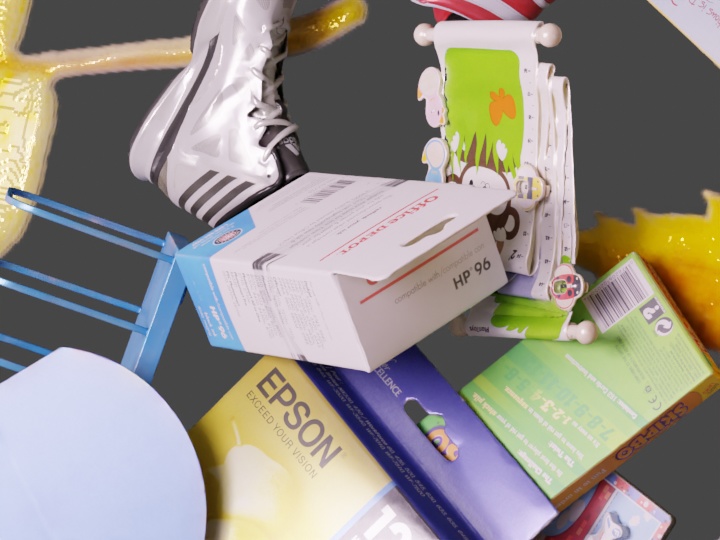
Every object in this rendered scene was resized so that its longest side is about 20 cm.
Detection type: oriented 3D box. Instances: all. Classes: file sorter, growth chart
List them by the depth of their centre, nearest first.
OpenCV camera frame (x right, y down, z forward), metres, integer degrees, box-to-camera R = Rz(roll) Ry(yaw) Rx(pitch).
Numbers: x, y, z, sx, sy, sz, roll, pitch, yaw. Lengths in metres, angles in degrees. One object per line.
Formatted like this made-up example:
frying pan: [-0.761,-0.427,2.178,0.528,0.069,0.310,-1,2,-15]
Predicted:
growth chart: [0.081,-0.053,1.601,0.145,0.018,0.200,-7,88,52]
file sorter: [-0.194,0.059,1.708,0.123,0.139,0.200,19,93,-7]

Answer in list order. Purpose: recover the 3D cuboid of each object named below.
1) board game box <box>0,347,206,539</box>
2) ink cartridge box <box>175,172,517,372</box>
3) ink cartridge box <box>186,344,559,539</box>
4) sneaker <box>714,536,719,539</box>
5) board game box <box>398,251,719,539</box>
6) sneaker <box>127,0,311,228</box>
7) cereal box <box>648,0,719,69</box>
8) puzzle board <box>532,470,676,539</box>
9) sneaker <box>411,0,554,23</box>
board game box: [-0.185,0.144,1.625,0.200,0.039,0.158,-31,78,5]
ink cartridge box: [0.000,0.000,1.592,0.200,0.116,0.068,7,123,53]
ink cartridge box: [-0.018,0.140,1.594,0.200,0.047,0.198,-46,57,8]
sneaker: [0.144,0.185,1.513,0.140,0.078,0.200,32,98,19]
board game box: [0.108,0.087,1.584,0.200,0.030,0.096,-38,56,12]
sneaker: [-0.055,-0.114,1.726,0.115,0.076,0.201,38,110,23]
cereal box: [0.271,-0.186,1.534,0.200,0.040,0.144,-51,57,16]
puzzle board: [0.077,0.186,1.608,0.151,0.017,0.200,37,101,32]
sneaker: [0.050,-0.220,1.667,0.200,0.071,0.113,45,103,28]
